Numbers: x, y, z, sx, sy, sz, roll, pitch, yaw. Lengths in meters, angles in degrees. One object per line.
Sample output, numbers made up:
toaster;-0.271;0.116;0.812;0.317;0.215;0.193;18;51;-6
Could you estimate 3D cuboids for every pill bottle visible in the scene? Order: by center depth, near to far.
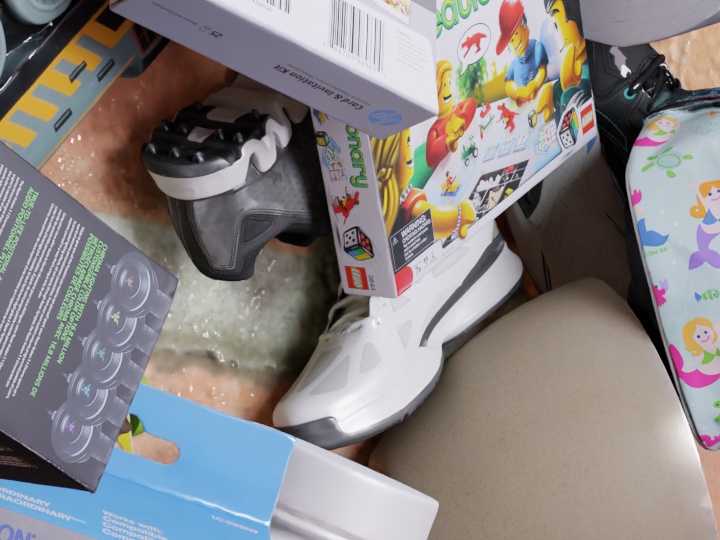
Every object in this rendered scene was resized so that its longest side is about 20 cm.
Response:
pill bottle;-0.047;0.176;1.127;0.114;0.113;0.201;25;88;-47

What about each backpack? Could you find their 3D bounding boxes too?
backpack;0.204;-0.006;1.278;0.200;0.150;0.179;-41;116;-67

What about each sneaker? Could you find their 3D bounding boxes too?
sneaker;-0.028;-0.062;1.201;0.200;0.066;0.091;-42;133;-42
sneaker;0.000;0.000;1.243;0.201;0.075;0.116;-46;117;-47
sneaker;0.103;-0.048;1.364;0.072;0.072;0.201;-23;101;-10
sneaker;0.168;-0.082;1.416;0.075;0.079;0.201;-47;125;-36

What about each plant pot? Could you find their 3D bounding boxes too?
plant pot;0.080;0.117;1.270;0.134;0.200;0.202;-15;108;-11

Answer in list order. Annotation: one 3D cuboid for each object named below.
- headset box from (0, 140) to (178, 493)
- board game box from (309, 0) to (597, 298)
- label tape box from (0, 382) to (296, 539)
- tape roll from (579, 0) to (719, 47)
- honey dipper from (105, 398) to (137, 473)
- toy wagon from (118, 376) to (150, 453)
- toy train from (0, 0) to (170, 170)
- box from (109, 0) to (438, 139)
headset box;-0.190;-0.001;0.926;0.200;0.173;0.093;40;63;-42
board game box;0.046;-0.086;1.210;0.200;0.034;0.127;-39;126;-47
label tape box;-0.114;0.138;1.002;0.143;0.063;0.201;20;81;-12
tape roll;0.143;-0.217;1.281;0.066;0.199;0.202;-22;110;-45
honey dipper;-0.143;0.141;1.046;0.038;0.038;0.201;32;74;-46
toy wagon;-0.145;0.129;1.094;0.155;0.039;0.201;-17;106;-47
toy train;-0.142;-0.103;1.052;0.200;0.085;0.114;-55;140;-31
box;-0.031;-0.175;1.077;0.155;0.041;0.201;23;59;-40
